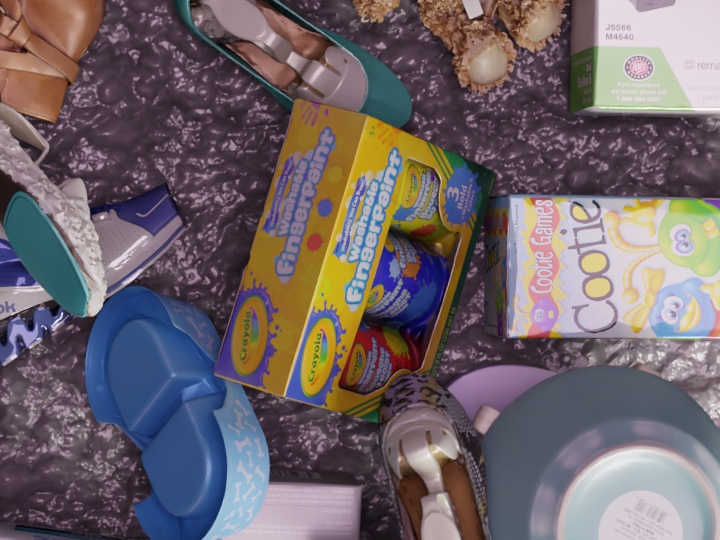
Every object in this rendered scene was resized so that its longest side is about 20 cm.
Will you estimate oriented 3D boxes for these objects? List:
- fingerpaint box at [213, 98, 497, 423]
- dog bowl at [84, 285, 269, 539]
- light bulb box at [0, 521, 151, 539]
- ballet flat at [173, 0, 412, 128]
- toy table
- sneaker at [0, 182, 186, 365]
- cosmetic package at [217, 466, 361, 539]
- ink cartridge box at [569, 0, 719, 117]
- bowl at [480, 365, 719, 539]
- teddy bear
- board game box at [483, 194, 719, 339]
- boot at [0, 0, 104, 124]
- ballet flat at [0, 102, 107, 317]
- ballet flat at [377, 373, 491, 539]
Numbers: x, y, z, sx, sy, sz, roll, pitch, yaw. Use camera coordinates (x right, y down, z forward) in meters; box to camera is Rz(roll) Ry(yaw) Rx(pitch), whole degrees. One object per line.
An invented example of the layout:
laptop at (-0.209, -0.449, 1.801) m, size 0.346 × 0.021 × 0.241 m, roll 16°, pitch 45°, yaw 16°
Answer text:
fingerpaint box at (0.000, 0.000, 1.681) m, size 0.167 × 0.073 × 0.201 m, roll 20°, pitch 86°, yaw -52°
dog bowl at (-0.126, 0.102, 1.674) m, size 0.049 × 0.112 × 0.201 m, roll 3°, pitch 48°, yaw -42°
light bulb box at (-0.246, 0.280, 1.673) m, size 0.197 × 0.125 × 0.201 m, roll 8°, pitch 89°, yaw -6°
ballet flat at (-0.052, -0.153, 1.720) m, size 0.199 × 0.070 × 0.068 m, roll 33°, pitch 100°, yaw -6°
toy table at (0.149, 0.147, 1.726) m, size 0.199 × 0.117 × 0.185 m, roll 19°, pitch 88°, yaw -8°
sneaker at (-0.227, -0.018, 1.696) m, size 0.199 × 0.081 × 0.115 m, roll -34°, pitch 96°, yaw -4°
cosmetic package at (-0.057, 0.246, 1.718) m, size 0.106 × 0.090 × 0.201 m, roll 5°, pitch 93°, yaw -7°
ink cartridge box at (0.231, -0.214, 1.748) m, size 0.144 × 0.084 × 0.201 m, roll 0°, pitch 90°, yaw -7°
bowl at (0.176, 0.168, 1.619) m, size 0.199 × 0.105 × 0.202 m, roll 0°, pitch 91°, yaw -8°
teddy bear at (0.064, -0.226, 1.746) m, size 0.199 × 0.067 × 0.145 m, roll 34°, pitch 96°, yaw -12°
board game box at (0.196, -0.002, 1.736) m, size 0.199 × 0.105 × 0.104 m, roll 1°, pitch 91°, yaw -6°
boot at (-0.282, -0.199, 1.700) m, size 0.199 × 0.077 × 0.156 m, roll 17°, pitch 92°, yaw -14°
ballet flat at (-0.228, -0.061, 1.641) m, size 0.072 × 0.072 × 0.200 m, roll -41°, pitch 84°, yaw -5°
ballet flat at (0.052, 0.149, 1.610) m, size 0.072 × 0.072 × 0.201 m, roll -10°, pitch 62°, yaw -7°
